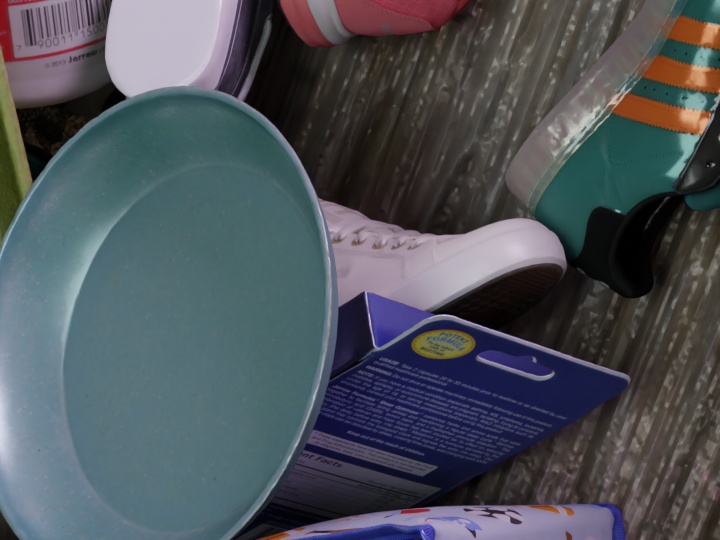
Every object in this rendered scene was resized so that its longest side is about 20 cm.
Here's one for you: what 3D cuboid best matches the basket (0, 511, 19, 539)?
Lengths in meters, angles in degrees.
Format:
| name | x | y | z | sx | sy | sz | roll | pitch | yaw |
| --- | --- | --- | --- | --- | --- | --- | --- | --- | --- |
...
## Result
| name | x | y | z | sx | sy | sz | roll | pitch | yaw |
| --- | --- | --- | --- | --- | --- | --- | --- | --- | --- |
| basket | -0.146 | 0.177 | 1.312 | 0.180 | 0.135 | 0.202 | 155 | 113 | -67 |

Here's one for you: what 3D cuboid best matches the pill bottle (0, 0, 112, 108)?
| name | x | y | z | sx | sy | sz | roll | pitch | yaw |
| --- | --- | --- | --- | --- | --- | --- | --- | --- | --- |
| pill bottle | -0.155 | -0.181 | 1.280 | 0.112 | 0.112 | 0.201 | 15 | 124 | 31 |

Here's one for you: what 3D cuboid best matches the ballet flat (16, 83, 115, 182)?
| name | x | y | z | sx | sy | sz | roll | pitch | yaw |
| --- | --- | --- | --- | --- | --- | --- | --- | --- | --- |
| ballet flat | -0.126 | -0.063 | 1.341 | 0.199 | 0.068 | 0.076 | 19 | 80 | 26 |

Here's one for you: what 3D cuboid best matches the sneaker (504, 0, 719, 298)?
| name | x | y | z | sx | sy | sz | roll | pitch | yaw |
| --- | --- | --- | --- | --- | --- | --- | --- | --- | --- |
| sneaker | 0.143 | -0.073 | 1.166 | 0.080 | 0.071 | 0.200 | 51 | 123 | 20 |

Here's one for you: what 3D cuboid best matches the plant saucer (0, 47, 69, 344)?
| name | x | y | z | sx | sy | sz | roll | pitch | yaw |
| --- | --- | --- | --- | --- | --- | --- | --- | --- | --- |
| plant saucer | -0.229 | -0.021 | 1.272 | 0.198 | 0.048 | 0.201 | -9 | 106 | 10 |

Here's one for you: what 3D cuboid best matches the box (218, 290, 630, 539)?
| name | x | y | z | sx | sy | sz | roll | pitch | yaw |
| --- | --- | --- | --- | --- | --- | --- | --- | --- | --- |
| box | 0.001 | 0.063 | 1.210 | 0.200 | 0.121 | 0.033 | -32 | 54 | 36 |

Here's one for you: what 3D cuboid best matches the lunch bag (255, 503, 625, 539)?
| name | x | y | z | sx | sy | sz | roll | pitch | yaw |
| --- | --- | --- | --- | --- | --- | --- | --- | --- | --- |
| lunch bag | -0.009 | 0.163 | 1.206 | 0.199 | 0.170 | 0.125 | -9 | 82 | 31 |

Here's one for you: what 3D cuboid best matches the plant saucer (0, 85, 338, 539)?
| name | x | y | z | sx | sy | sz | roll | pitch | yaw |
| --- | --- | --- | --- | --- | --- | --- | --- | --- | --- |
| plant saucer | -0.076 | 0.028 | 1.178 | 0.199 | 0.036 | 0.201 | -13 | 70 | 39 |

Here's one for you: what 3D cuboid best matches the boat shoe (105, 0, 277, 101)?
| name | x | y | z | sx | sy | sz | roll | pitch | yaw |
| --- | --- | --- | --- | --- | --- | --- | --- | --- | --- |
| boat shoe | -0.057 | -0.155 | 1.287 | 0.071 | 0.068 | 0.201 | 3 | 74 | 23 |

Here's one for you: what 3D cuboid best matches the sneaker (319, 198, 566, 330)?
| name | x | y | z | sx | sy | sz | roll | pitch | yaw |
| --- | --- | --- | --- | --- | --- | --- | --- | --- | --- |
| sneaker | 0.000 | 0.000 | 1.239 | 0.199 | 0.073 | 0.085 | -24 | 74 | 42 |

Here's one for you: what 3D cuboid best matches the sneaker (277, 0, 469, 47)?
| name | x | y | z | sx | sy | sz | roll | pitch | yaw |
| --- | --- | --- | --- | --- | --- | --- | --- | --- | --- |
| sneaker | 0.015 | -0.195 | 1.250 | 0.086 | 0.074 | 0.202 | 3 | 97 | 19 |
